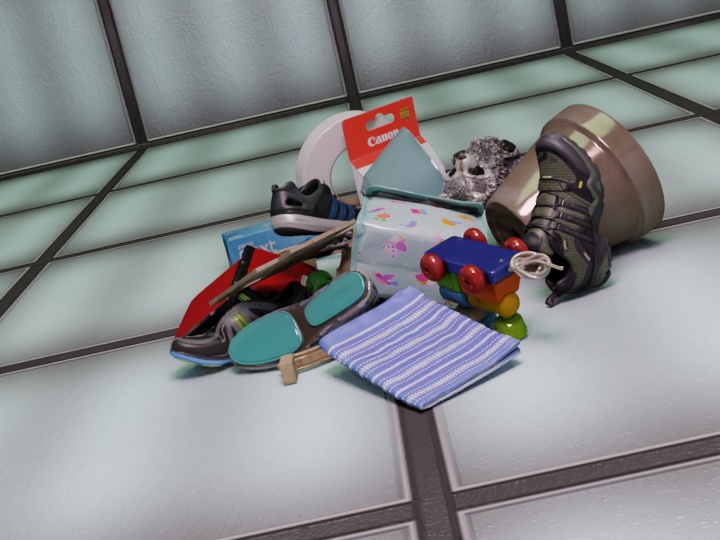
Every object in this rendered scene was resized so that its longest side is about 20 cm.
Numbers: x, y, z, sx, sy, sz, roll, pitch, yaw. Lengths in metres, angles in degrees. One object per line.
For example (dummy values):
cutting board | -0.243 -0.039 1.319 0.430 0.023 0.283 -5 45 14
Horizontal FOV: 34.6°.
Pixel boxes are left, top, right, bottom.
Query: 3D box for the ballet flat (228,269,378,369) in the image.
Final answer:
ballet flat | -0.062 0.070 1.397 0.200 0.072 0.072 -29 12 14

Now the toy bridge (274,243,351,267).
toy bridge | -0.080 -0.024 1.784 0.200 0.027 0.067 -13 16 -6

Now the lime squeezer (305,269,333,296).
lime squeezer | -0.043 0.038 1.485 0.038 0.071 0.200 -15 16 -10

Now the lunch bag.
lunch bag | 0.075 -0.038 1.504 0.170 0.122 0.200 9 21 2

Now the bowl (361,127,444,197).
bowl | 0.074 -0.099 1.705 0.105 0.201 0.201 -33 17 0

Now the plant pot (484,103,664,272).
plant pot | 0.266 -0.088 1.517 0.173 0.200 0.200 -36 22 -16

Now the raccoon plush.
raccoon plush | 0.186 -0.090 1.598 0.097 0.200 0.134 -19 32 41

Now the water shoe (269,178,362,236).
water shoe | -0.046 -0.089 1.612 0.071 0.079 0.200 -6 -2 36

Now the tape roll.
tape roll | -0.009 -0.162 1.911 0.203 0.203 0.037 -19 26 -20

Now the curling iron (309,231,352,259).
curling iron | -0.057 -0.034 1.636 0.050 0.026 0.200 -11 -1 -19

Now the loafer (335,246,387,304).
loafer | 0.000 0.000 1.589 0.076 0.068 0.200 -12 16 5

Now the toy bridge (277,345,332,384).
toy bridge | 0.000 0.091 1.347 0.200 0.027 0.067 -12 15 5

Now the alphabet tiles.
alphabet tiles | -0.087 -0.014 1.449 0.167 0.008 0.200 -27 -2 -31

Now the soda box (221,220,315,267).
soda box | -0.115 -0.048 1.849 0.200 0.068 0.064 -16 16 -11

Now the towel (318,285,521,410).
towel | 0.060 0.080 1.270 0.145 0.024 0.200 -28 30 -25

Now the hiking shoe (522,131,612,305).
hiking shoe | 0.235 -0.061 1.370 0.101 0.200 0.076 -24 14 -31

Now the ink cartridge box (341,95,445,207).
ink cartridge box | 0.064 -0.167 1.874 0.162 0.200 0.050 -25 20 -35

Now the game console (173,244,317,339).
game console | -0.156 0.049 1.640 0.172 0.119 0.200 18 16 -5

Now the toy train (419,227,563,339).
toy train | 0.161 0.031 1.287 0.085 0.116 0.200 -31 27 -27

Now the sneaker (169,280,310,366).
sneaker | -0.152 0.065 1.457 0.199 0.083 0.071 -21 17 -25
